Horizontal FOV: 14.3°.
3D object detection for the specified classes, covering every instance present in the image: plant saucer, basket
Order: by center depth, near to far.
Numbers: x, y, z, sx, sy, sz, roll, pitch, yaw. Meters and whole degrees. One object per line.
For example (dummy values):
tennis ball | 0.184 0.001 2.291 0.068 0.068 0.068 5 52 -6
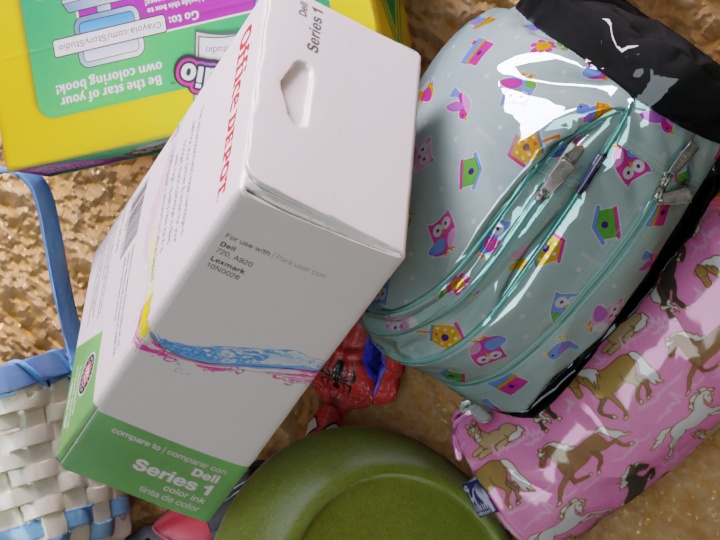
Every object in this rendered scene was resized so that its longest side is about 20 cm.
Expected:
plant saucer | 0.015 0.173 1.389 0.031 0.199 0.201 -18 87 52
basket | -0.212 0.062 1.460 0.176 0.139 0.201 -16 93 27

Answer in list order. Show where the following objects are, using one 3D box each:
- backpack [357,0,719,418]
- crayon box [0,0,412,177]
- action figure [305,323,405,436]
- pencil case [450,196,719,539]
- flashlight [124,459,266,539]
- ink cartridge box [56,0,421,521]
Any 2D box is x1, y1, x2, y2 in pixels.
backpack | 0.079 -0.036 1.353 0.126 0.167 0.200 32 97 -28
crayon box | -0.086 -0.150 1.392 0.199 0.058 0.174 -11 87 17
action figure | 0.000 0.000 1.430 0.065 0.099 0.201 18 99 14
pencil case | 0.136 0.050 1.403 0.200 0.086 0.083 -41 53 12
flashlight | -0.118 0.173 1.484 0.200 0.068 0.068 -33 119 16
ink cartridge box | -0.055 -0.007 1.314 0.084 0.145 0.200 23 131 -16
